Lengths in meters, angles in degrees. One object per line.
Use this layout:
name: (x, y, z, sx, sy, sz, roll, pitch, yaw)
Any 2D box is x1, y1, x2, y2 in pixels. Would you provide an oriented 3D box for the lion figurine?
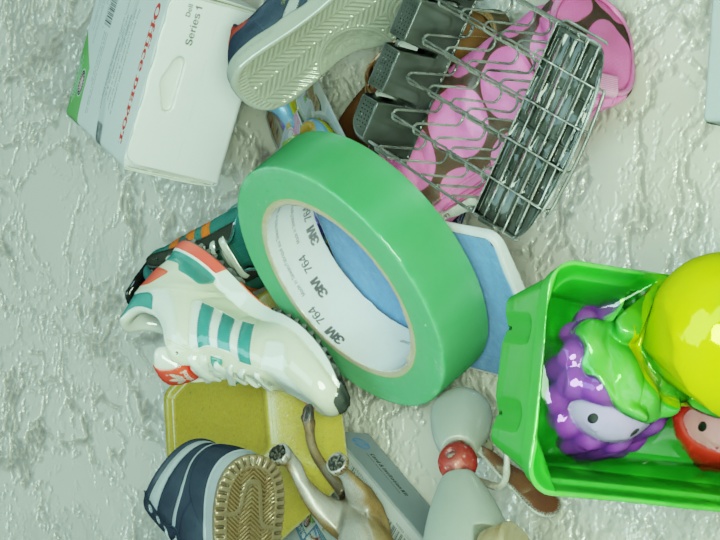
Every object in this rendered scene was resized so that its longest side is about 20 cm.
lion figurine: (0.003, 0.196, 1.595, 0.072, 0.123, 0.201, -25, 47, 18)

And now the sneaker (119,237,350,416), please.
sneaker: (-0.094, 0.062, 1.682, 0.093, 0.070, 0.200, -43, 57, -14)

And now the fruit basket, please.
fruit basket: (0.196, 0.061, 1.353, 0.215, 0.215, 0.157, 5, 87, 50)

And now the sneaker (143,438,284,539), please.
sneaker: (-0.108, 0.213, 1.605, 0.108, 0.070, 0.202, 19, 100, 58)

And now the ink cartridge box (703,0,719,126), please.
ink cartridge box: (0.298, -0.187, 1.397, 0.199, 0.040, 0.201, 1, 85, 50)

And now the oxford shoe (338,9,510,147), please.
oxford shoe: (0.026, -0.134, 1.684, 0.200, 0.071, 0.072, -41, 57, 49)

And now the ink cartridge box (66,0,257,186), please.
ink cartridge box: (-0.158, -0.163, 1.860, 0.200, 0.084, 0.147, 40, 115, 63)

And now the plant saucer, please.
plant saucer: (-0.091, 0.119, 1.763, 0.200, 0.048, 0.201, -46, 38, 38)

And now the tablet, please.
tablet: (0.050, 0.012, 1.622, 0.199, 0.014, 0.131, 13, 134, 49)

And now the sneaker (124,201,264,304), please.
sneaker: (-0.115, 0.000, 1.795, 0.072, 0.080, 0.200, 57, 150, -5)

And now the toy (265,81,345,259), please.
toy: (-0.047, -0.078, 1.755, 0.115, 0.047, 0.201, 106, 150, -50)

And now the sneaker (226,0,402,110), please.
sneaker: (-0.014, -0.199, 1.708, 0.199, 0.075, 0.085, -26, 40, 9)

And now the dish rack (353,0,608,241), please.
dish rack: (0.083, -0.113, 1.507, 0.200, 0.054, 0.154, 36, 109, 43)

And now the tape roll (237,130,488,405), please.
tape roll: (0.000, 0.000, 1.612, 0.200, 0.048, 0.201, 38, 150, 26)

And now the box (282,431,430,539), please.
box: (-0.010, 0.243, 1.690, 0.156, 0.041, 0.201, 46, 117, 43)

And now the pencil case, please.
pencil case: (0.098, -0.104, 1.586, 0.200, 0.090, 0.094, -38, 40, 38)

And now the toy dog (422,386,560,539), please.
toy dog: (0.083, 0.173, 1.549, 0.131, 0.096, 0.201, -9, 42, 37)
